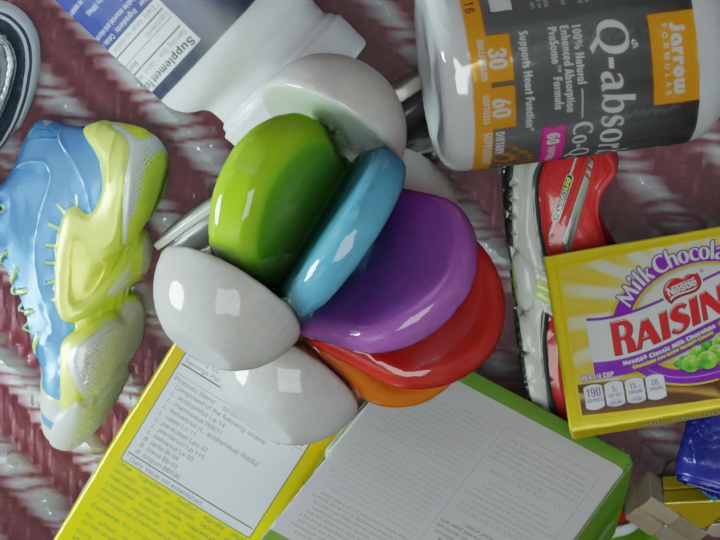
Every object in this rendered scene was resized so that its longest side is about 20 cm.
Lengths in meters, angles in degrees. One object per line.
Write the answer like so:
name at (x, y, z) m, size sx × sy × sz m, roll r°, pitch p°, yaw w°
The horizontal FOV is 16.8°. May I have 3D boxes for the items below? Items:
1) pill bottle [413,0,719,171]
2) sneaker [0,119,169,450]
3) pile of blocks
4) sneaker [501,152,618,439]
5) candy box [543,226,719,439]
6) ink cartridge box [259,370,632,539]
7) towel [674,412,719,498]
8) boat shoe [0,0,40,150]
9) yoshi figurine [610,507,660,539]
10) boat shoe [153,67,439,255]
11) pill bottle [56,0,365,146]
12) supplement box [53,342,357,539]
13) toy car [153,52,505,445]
pill bottle at (0.134, -0.123, 1.331) m, size 0.198 × 0.116 × 0.117 m, roll -8°, pitch 106°, yaw -4°
sneaker at (-0.181, 0.001, 1.452) m, size 0.104 × 0.076 × 0.201 m, roll 18°, pitch 101°, yaw 14°
pile of blocks at (0.253, 0.117, 1.423) m, size 0.198 × 0.062 × 0.083 m, roll 1°, pitch 129°, yaw 0°
sneaker at (0.130, 0.020, 1.409) m, size 0.084 × 0.077 × 0.202 m, roll -6°, pitch 106°, yaw 4°
candy box at (0.205, 0.026, 1.341) m, size 0.198 × 0.026 × 0.103 m, roll -10°, pitch 74°, yaw 8°
ink cartridge box at (0.037, 0.155, 1.350) m, size 0.147 × 0.200 × 0.076 m, roll 27°, pitch 142°, yaw 19°
towel at (0.269, 0.042, 1.365) m, size 0.147 × 0.050 × 0.201 m, roll 14°, pitch 82°, yaw 12°
boat shoe at (-0.258, -0.064, 1.424) m, size 0.071 × 0.091 × 0.201 m, roll 35°, pitch 108°, yaw -4°
yoshi figurine at (0.121, 0.191, 1.445) m, size 0.199 × 0.112 × 0.113 m, roll 24°, pitch 115°, yaw 3°
boat shoe at (-0.027, -0.046, 1.413) m, size 0.199 × 0.067 × 0.057 m, roll -31°, pitch 96°, yaw 11°
pill bottle at (-0.099, -0.162, 1.362) m, size 0.200 × 0.116 × 0.116 m, roll 43°, pitch 107°, yaw -7°
supplement box at (-0.091, 0.114, 1.447) m, size 0.108 × 0.110 × 0.201 m, roll 32°, pitch 109°, yaw -3°
toy car at (0.000, 0.000, 1.284) m, size 0.149 × 0.200 × 0.176 m, roll 20°, pitch 69°, yaw 33°
